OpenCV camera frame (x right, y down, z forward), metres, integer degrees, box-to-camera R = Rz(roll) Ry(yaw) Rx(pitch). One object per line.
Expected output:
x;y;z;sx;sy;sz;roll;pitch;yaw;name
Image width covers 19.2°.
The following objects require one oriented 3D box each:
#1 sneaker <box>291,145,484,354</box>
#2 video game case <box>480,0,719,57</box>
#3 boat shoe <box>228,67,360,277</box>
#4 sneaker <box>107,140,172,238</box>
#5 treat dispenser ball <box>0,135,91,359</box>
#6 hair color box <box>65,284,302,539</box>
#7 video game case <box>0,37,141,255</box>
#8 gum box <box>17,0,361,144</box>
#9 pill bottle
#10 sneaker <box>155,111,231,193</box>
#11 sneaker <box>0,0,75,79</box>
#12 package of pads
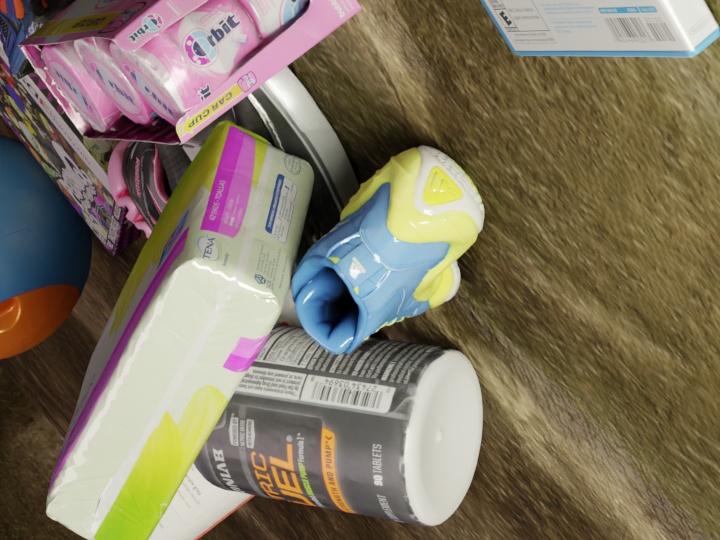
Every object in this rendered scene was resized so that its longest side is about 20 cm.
0.000;0.000;1.130;0.076;0.105;0.200;48;164;10;sneaker
0.043;-0.165;0.785;0.201;0.018;0.143;56;165;-18;video game case
-0.038;-0.046;1.225;0.068;0.056;0.201;31;155;52;boat shoe
-0.092;-0.017;1.446;0.200;0.079;0.095;51;154;-4;sneaker
-0.338;-0.021;1.886;0.201;0.200;0.201;46;164;17;treat dispenser ball
-0.086;0.091;1.401;0.102;0.199;0.061;55;176;-13;hair color box
-0.235;-0.111;1.692;0.182;0.036;0.200;52;165;3;video game case
-0.090;-0.124;1.085;0.066;0.113;0.200;55;164;-17;gum box
-0.034;0.088;1.289;0.198;0.107;0.107;7;142;28;pill bottle
-0.102;-0.085;1.317;0.090;0.066;0.201;44;160;35;sneaker
-0.206;-0.192;1.379;0.079;0.075;0.200;57;158;11;sneaker
-0.099;0.034;1.164;0.068;0.201;0.155;26;-148;-11;package of pads
